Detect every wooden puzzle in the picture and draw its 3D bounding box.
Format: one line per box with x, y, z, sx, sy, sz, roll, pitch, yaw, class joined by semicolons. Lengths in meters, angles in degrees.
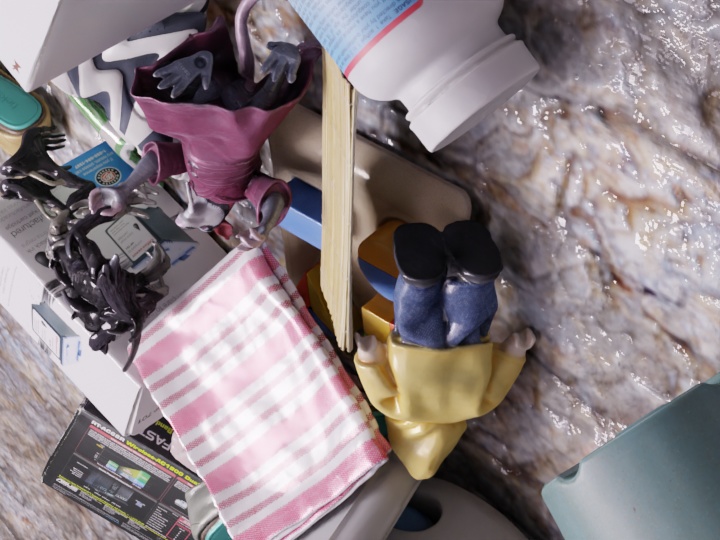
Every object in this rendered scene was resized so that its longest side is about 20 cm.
0.000;0.000;1.274;0.185;0.046;0.200;30;139;33;wooden puzzle

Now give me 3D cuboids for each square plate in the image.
-0.045;0.203;1.299;0.028;0.200;0.198;49;138;-13;square plate

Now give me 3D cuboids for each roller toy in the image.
0.053;0.252;1.341;0.200;0.140;0.183;36;148;9;roller toy

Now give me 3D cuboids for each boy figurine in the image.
0.056;0.061;1.206;0.064;0.124;0.200;-105;12;-46;boy figurine

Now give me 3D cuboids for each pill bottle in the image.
0.014;-0.174;1.053;0.200;0.109;0.109;53;146;3;pill bottle

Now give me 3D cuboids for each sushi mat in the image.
-0.014;-0.053;1.163;0.096;0.012;0.200;-107;15;-58;sushi mat

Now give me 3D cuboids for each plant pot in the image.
0.218;0.172;1.040;0.196;0.200;0.200;57;147;11;plant pot

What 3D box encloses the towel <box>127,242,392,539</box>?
-0.078;0.092;1.276;0.146;0.030;0.200;-41;70;24;towel

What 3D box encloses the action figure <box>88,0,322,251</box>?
-0.102;-0.094;1.233;0.134;0.149;0.200;22;152;7;action figure

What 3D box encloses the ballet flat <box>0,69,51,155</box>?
-0.346;-0.163;1.545;0.200;0.069;0.063;42;158;20;ballet flat

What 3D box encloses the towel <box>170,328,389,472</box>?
-0.050;0.128;1.397;0.191;0.032;0.200;22;142;2;towel

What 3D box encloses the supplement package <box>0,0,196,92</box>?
-0.162;-0.226;1.141;0.117;0.200;0.117;50;146;6;supplement package

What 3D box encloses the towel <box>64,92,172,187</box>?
-0.223;-0.154;1.373;0.200;0.023;0.153;50;-179;8;towel

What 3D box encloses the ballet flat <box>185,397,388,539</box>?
-0.058;0.134;1.324;0.200;0.067;0.064;-39;52;23;ballet flat

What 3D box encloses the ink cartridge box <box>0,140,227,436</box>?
-0.194;0.011;1.431;0.200;0.146;0.086;44;144;16;ink cartridge box

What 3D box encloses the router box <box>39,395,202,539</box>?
-0.167;0.180;1.550;0.200;0.062;0.150;31;142;-5;router box

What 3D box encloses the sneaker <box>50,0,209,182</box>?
-0.128;-0.152;1.275;0.130;0.080;0.199;-39;123;18;sneaker

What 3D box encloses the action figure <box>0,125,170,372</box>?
-0.192;-0.021;1.331;0.200;0.102;0.119;53;154;26;action figure
